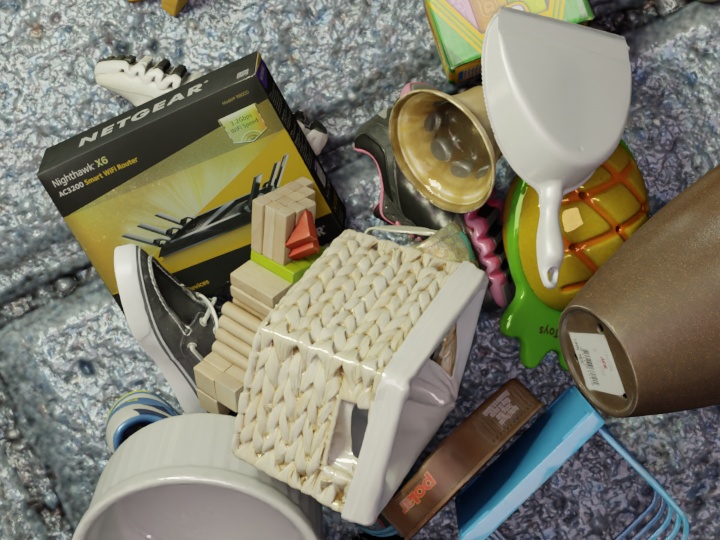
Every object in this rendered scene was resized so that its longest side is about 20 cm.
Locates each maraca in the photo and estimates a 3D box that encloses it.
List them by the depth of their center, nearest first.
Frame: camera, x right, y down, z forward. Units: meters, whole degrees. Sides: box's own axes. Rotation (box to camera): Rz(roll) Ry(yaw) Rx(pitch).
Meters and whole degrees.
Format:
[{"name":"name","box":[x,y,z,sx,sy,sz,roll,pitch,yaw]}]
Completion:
[{"name":"maraca","box":[0.169,-0.018,1.572,0.137,0.107,0.200,8,94,-33]}]

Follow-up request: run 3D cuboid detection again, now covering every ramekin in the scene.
[{"name":"ramekin","box":[-0.121,0.207,1.534,0.200,0.098,0.201,2,124,3]}]

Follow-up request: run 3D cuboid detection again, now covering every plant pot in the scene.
[{"name":"plant pot","box":[0.256,0.030,1.495,0.200,0.187,0.187,-26,88,-23]}]

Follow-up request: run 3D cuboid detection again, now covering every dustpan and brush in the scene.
[{"name":"dustpan and brush","box":[0.148,-0.088,1.488,0.139,0.057,0.200,9,67,-34]}]

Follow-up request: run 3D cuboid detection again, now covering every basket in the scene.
[{"name":"basket","box":[0.000,0.072,1.466,0.123,0.200,0.136,21,120,13]}]

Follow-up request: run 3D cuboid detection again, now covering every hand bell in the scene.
[{"name":"hand bell","box":[0.126,-0.136,1.559,0.200,0.104,0.104,-35,87,-36]}]

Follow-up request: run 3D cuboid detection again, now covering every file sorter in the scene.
[{"name":"file sorter","box":[0.166,0.188,1.531,0.139,0.200,0.123,-45,90,3]}]

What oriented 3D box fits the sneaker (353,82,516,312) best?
[{"name":"sneaker","box":[0.061,-0.050,1.610,0.095,0.079,0.200,-27,88,25]}]

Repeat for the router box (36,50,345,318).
[{"name":"router box","box":[-0.134,-0.063,1.576,0.200,0.052,0.157,-24,115,13]}]

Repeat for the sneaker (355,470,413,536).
[{"name":"sneaker","box":[-0.023,0.120,1.583,0.079,0.096,0.200,-38,72,2]}]

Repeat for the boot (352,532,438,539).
[{"name":"boot","box":[0.068,0.311,1.597,0.200,0.076,0.168,15,95,10]}]

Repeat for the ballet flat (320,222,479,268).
[{"name":"ballet flat","box":[0.000,0.000,1.581,0.200,0.071,0.071,-11,89,25]}]

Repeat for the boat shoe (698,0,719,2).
[{"name":"boat shoe","box":[0.228,-0.294,1.591,0.200,0.065,0.072,40,92,3]}]

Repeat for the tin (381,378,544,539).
[{"name":"tin","box":[0.081,0.145,1.539,0.042,0.200,0.112,48,117,5]}]

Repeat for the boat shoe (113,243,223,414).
[{"name":"boat shoe","box":[-0.136,0.046,1.565,0.068,0.072,0.200,-16,133,10]}]

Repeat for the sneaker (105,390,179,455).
[{"name":"sneaker","box":[-0.128,0.175,1.608,0.200,0.082,0.074,32,91,1]}]

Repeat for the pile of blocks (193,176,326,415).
[{"name":"pile of blocks","box":[-0.063,0.030,1.532,0.062,0.082,0.200,29,106,32]}]

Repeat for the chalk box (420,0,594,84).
[{"name":"chalk box","box":[0.095,-0.267,1.572,0.124,0.124,0.200,-20,88,3]}]

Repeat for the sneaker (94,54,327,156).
[{"name":"sneaker","box":[-0.131,-0.119,1.614,0.200,0.075,0.081,23,103,1]}]

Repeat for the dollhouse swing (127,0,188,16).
[{"name":"dollhouse swing","box":[-0.192,-0.334,1.565,0.200,0.176,0.182,37,92,2]}]
